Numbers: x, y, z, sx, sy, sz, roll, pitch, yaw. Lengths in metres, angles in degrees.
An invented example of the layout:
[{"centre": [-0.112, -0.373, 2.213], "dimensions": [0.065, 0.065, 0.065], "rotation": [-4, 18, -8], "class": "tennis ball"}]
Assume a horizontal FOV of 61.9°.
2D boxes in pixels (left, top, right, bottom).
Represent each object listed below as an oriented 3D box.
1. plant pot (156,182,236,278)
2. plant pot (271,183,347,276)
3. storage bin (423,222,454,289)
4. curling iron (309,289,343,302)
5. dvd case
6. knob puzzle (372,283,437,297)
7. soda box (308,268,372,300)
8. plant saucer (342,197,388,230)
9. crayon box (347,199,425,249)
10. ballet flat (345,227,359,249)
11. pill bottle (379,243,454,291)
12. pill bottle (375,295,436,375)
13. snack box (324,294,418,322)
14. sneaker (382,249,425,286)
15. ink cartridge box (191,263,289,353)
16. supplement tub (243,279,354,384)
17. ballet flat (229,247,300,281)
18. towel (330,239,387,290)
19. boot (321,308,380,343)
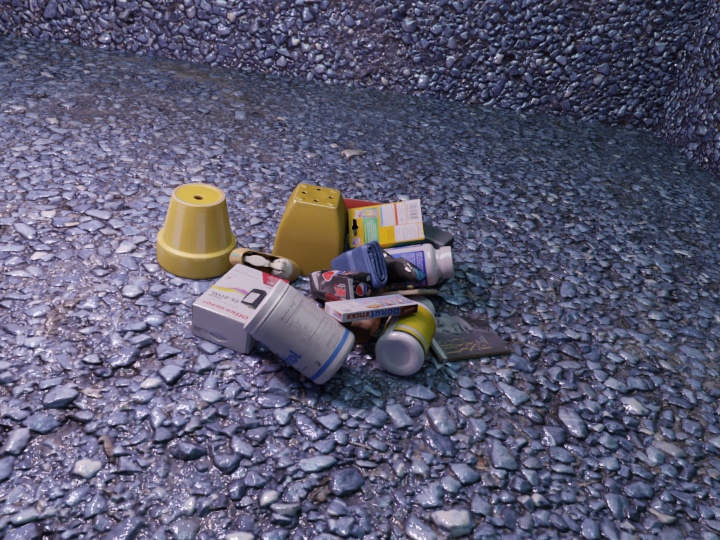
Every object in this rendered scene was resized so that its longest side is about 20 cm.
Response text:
[{"centre": [-0.413, -0.110, 1.524], "dimensions": [0.200, 0.189, 0.201], "rotation": [8, 32, -5], "class": "plant pot"}, {"centre": [-0.128, -0.118, 1.622], "dimensions": [0.193, 0.201, 0.196], "rotation": [10, 31, -3], "class": "plant pot"}, {"centre": [0.161, -0.055, 1.682], "dimensions": [0.200, 0.135, 0.145], "rotation": [25, 34, 22], "class": "storage bin"}, {"centre": [-0.077, 0.066, 1.391], "dimensions": [0.049, 0.026, 0.200], "rotation": [1, 11, -25], "class": "curling iron"}, {"centre": [0.246, 0.162, 1.476], "dimensions": [0.199, 0.016, 0.149], "rotation": [-4, 35, -23], "class": "dvd case"}, {"centre": [0.100, 0.050, 1.479], "dimensions": [0.219, 0.031, 0.220], "rotation": [-4, -5, 0], "class": "knob puzzle"}, {"centre": [-0.051, 0.037, 1.442], "dimensions": [0.063, 0.071, 0.200], "rotation": [-13, 9, -31], "class": "soda box"}, {"centre": [-0.027, -0.158, 1.777], "dimensions": [0.199, 0.200, 0.037], "rotation": [7, 74, -8], "class": "plant saucer"}, {"centre": [0.070, -0.116, 1.621], "dimensions": [0.199, 0.052, 0.126], "rotation": [-7, 63, 6], "class": "crayon box"}, {"centre": [0.052, -0.115, 1.686], "dimensions": [0.200, 0.068, 0.062], "rotation": [-34, 36, -5], "class": "ballet flat"}, {"centre": [0.141, -0.010, 1.568], "dimensions": [0.199, 0.112, 0.112], "rotation": [-6, 30, 9], "class": "pill bottle"}, {"centre": [0.111, 0.140, 1.373], "dimensions": [0.112, 0.112, 0.200], "rotation": [18, 32, 11], "class": "pill bottle"}, {"centre": [0.026, 0.080, 1.299], "dimensions": [0.199, 0.024, 0.072], "rotation": [-4, 17, -33], "class": "snack box"}, {"centre": [0.082, 0.008, 1.446], "dimensions": [0.073, 0.082, 0.200], "rotation": [35, -6, -31], "class": "sneaker"}, {"centre": [-0.269, 0.082, 1.366], "dimensions": [0.145, 0.083, 0.200], "rotation": [19, 32, 11], "class": "ink cartridge box"}, {"centre": [-0.124, 0.128, 1.234], "dimensions": [0.200, 0.132, 0.132], "rotation": [37, 31, -7], "class": "supplement tub"}, {"centre": [-0.228, -0.009, 1.501], "dimensions": [0.199, 0.069, 0.063], "rotation": [12, -8, -34], "class": "ballet flat"}, {"centre": [0.000, 0.000, 1.453], "dimensions": [0.048, 0.112, 0.200], "rotation": [-13, -3, -31], "class": "towel"}, {"centre": [-0.049, 0.108, 1.425], "dimensions": [0.199, 0.074, 0.155], "rotation": [15, 23, 9], "class": "boot"}]
